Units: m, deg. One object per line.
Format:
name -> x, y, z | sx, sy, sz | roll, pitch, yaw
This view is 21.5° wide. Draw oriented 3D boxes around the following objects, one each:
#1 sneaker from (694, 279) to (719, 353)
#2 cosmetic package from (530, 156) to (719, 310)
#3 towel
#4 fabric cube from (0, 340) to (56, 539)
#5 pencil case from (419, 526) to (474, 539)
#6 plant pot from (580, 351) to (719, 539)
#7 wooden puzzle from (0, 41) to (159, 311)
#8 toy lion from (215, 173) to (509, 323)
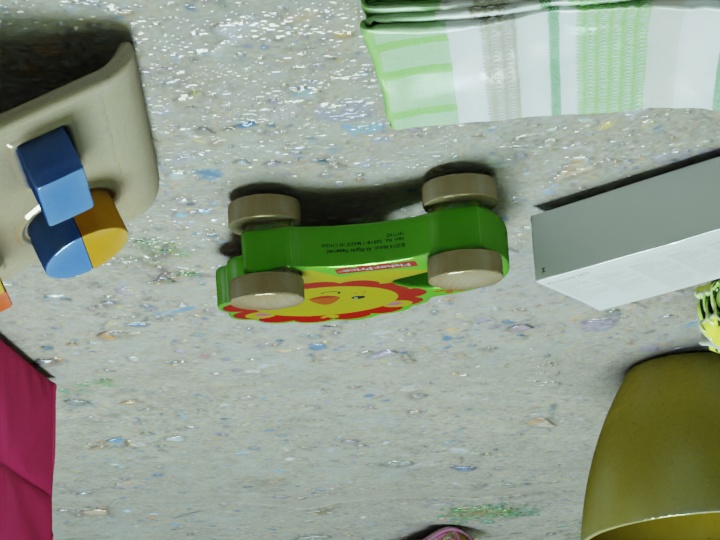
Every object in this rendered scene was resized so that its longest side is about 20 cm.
sneaker -> 0.270, 0.026, 1.305 | 0.076, 0.076, 0.200 | -6, 158, 8
cosmetic package -> 0.211, -0.030, 1.178 | 0.199, 0.051, 0.082 | -17, 157, 34
towel -> 0.105, -0.108, 0.982 | 0.198, 0.031, 0.149 | -5, 159, 6
fabric cube -> -0.347, 0.158, 1.405 | 0.194, 0.202, 0.200 | -6, 160, 7
pencil case -> 0.057, 0.346, 2.144 | 0.083, 0.087, 0.200 | 40, 144, -15
plant pot -> 0.273, 0.149, 1.539 | 0.198, 0.143, 0.200 | -2, 160, -1
wooden puzzle -> -0.193, -0.024, 1.020 | 0.199, 0.046, 0.185 | -30, 163, -12
toy lion -> 0.000, 0.000, 1.232 | 0.198, 0.069, 0.192 | -6, 167, 8
